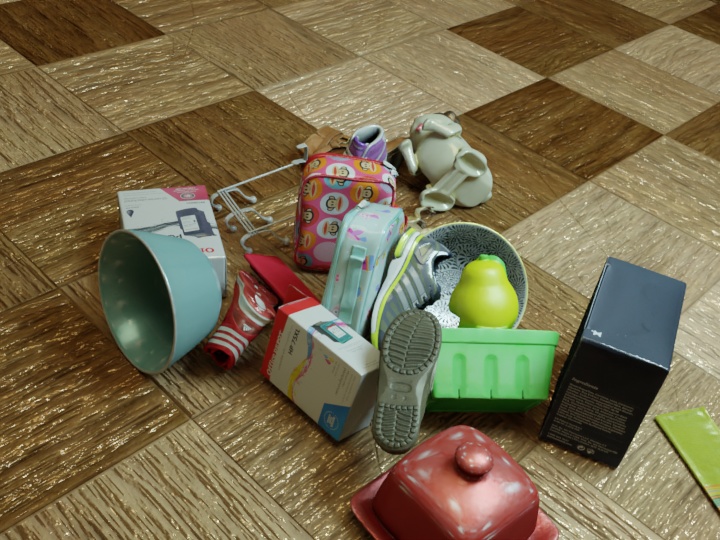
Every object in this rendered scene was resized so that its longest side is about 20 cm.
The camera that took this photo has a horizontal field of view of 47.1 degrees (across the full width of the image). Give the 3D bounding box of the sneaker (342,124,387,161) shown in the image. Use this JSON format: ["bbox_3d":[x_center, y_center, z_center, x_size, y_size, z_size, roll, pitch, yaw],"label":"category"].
[{"bbox_3d":[-0.027,-0.181,1.465,0.073,0.114,0.201,33,70,13],"label":"sneaker"}]

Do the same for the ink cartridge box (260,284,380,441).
[{"bbox_3d":[-0.063,0.120,1.117,0.200,0.116,0.067,35,32,29],"label":"ink cartridge box"}]

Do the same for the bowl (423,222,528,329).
[{"bbox_3d":[0.146,0.031,1.268,0.201,0.201,0.094,1,-5,-8],"label":"bowl"}]

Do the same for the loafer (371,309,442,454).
[{"bbox_3d":[0.053,0.139,1.028,0.076,0.067,0.200,15,57,6],"label":"loafer"}]

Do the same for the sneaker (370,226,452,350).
[{"bbox_3d":[0.069,0.040,1.164,0.081,0.074,0.200,17,83,13],"label":"sneaker"}]

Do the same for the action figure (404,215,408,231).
[{"bbox_3d":[0.106,-0.034,1.325,0.065,0.200,0.052,-4,63,36],"label":"action figure"}]

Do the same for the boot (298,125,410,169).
[{"bbox_3d":[-0.008,-0.238,1.604,0.155,0.074,0.200,36,49,22],"label":"boot"}]

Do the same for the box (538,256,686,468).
[{"bbox_3d":[0.347,0.124,1.134,0.117,0.200,0.197,21,41,14],"label":"box"}]

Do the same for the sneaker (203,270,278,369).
[{"bbox_3d":[-0.183,0.071,1.194,0.078,0.116,0.200,41,3,-7],"label":"sneaker"}]

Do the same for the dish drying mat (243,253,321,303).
[{"bbox_3d":[-0.105,0.036,1.281,0.077,0.018,0.200,5,30,-47],"label":"dish drying mat"}]

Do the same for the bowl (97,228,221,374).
[{"bbox_3d":[-0.266,0.032,1.137,0.105,0.201,0.201,-17,45,-41],"label":"bowl"}]

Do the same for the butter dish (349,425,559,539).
[{"bbox_3d":[0.120,0.259,0.965,0.200,0.148,0.199,-24,48,-34],"label":"butter dish"}]

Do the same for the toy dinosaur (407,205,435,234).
[{"bbox_3d":[0.082,-0.077,1.443,0.101,0.058,0.200,-27,51,-35],"label":"toy dinosaur"}]

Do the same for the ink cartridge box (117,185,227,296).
[{"bbox_3d":[-0.299,-0.043,1.303,0.145,0.084,0.200,-7,41,-18],"label":"ink cartridge box"}]

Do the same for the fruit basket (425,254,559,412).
[{"bbox_3d":[0.164,0.089,1.148,0.215,0.156,0.216,3,68,-8],"label":"fruit basket"}]

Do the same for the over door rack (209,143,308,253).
[{"bbox_3d":[-0.142,-0.119,1.429,0.200,0.067,0.148,-31,50,-12],"label":"over door rack"}]

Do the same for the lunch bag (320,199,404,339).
[{"bbox_3d":[0.000,0.000,1.183,0.077,0.200,0.160,16,20,13],"label":"lunch bag"}]

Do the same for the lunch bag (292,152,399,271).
[{"bbox_3d":[-0.015,-0.085,1.320,0.176,0.200,0.082,7,40,-8],"label":"lunch bag"}]

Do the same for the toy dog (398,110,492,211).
[{"bbox_3d":[0.166,-0.224,1.565,0.194,0.140,0.200,8,42,-37],"label":"toy dog"}]

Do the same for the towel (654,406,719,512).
[{"bbox_3d":[0.492,0.268,1.131,0.086,0.018,0.200,-4,40,-17],"label":"towel"}]
